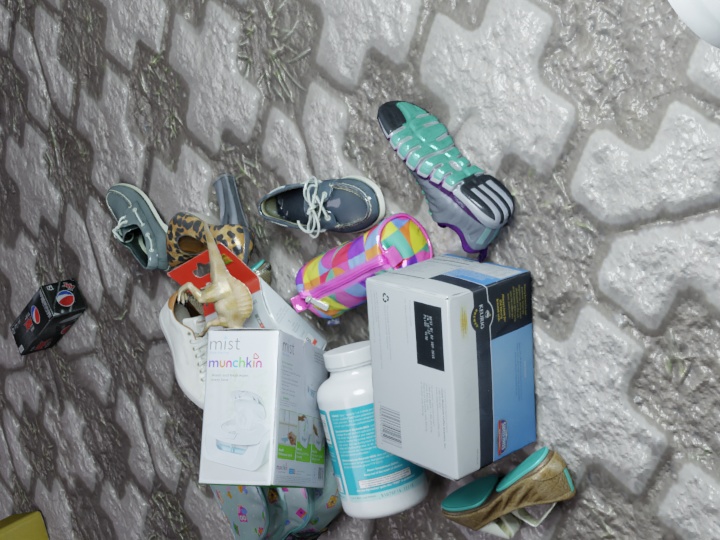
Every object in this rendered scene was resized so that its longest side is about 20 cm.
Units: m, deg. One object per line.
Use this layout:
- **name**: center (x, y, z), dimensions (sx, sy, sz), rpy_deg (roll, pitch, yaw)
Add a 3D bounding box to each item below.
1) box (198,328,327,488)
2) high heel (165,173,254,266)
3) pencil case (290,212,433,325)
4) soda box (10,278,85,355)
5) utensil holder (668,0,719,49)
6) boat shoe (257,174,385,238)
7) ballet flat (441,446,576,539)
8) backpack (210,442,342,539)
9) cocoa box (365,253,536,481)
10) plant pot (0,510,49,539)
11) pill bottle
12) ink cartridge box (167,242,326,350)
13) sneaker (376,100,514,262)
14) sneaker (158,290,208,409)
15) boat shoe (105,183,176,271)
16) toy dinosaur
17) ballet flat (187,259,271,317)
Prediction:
- **box**: center (-0.108, 0.170, 1.350), dimensions (0.096, 0.200, 0.178), rpy_deg (-2, 79, 15)
- **high heel**: center (-0.218, -0.022, 1.581), dimensions (0.200, 0.071, 0.144), rpy_deg (-45, 50, 40)
- **pencil case**: center (0.000, 0.000, 1.341), dimensions (0.200, 0.088, 0.089), rpy_deg (-30, 80, 50)
- **soda box**: center (-0.578, 0.087, 2.074), dimensions (0.200, 0.070, 0.064), rpy_deg (-38, 73, 49)
- **utensil holder**: center (0.326, -0.270, 0.789), dimensions (0.199, 0.169, 0.172), rpy_deg (-18, 89, 49)
- **boat shoe**: center (-0.051, -0.081, 1.389), dimensions (0.199, 0.061, 0.076), rpy_deg (10, 109, 48)
- **ballet flat**: center (0.168, 0.259, 1.257), dimensions (0.072, 0.068, 0.200), rpy_deg (50, 135, -1)
- **backpack**: center (-0.107, 0.281, 1.520), dimensions (0.200, 0.152, 0.177), rpy_deg (-45, 63, 40)
- **cocoa box**: center (0.100, 0.098, 1.216), dimensions (0.133, 0.130, 0.202), rpy_deg (13, 113, 48)
- **plant pot**: center (-0.784, 0.652, 2.421), dimensions (0.194, 0.199, 0.197), rpy_deg (-21, 87, 51)
- **pill bottle**: center (0.011, 0.191, 1.373), dimensions (0.110, 0.110, 0.202), rpy_deg (-8, 97, 51)
- **ink cartridge box**: center (-0.163, 0.064, 1.511), dimensions (0.200, 0.050, 0.162), rpy_deg (42, 145, -19)
- **sneaker**: center (0.077, -0.097, 1.224), dimensions (0.200, 0.074, 0.088), rpy_deg (49, 140, 26)
- **sneaker**: center (-0.243, 0.118, 1.681), dimensions (0.201, 0.072, 0.085), rpy_deg (58, 141, 20)
- **boat shoe**: center (-0.352, -0.068, 1.755), dimensions (0.200, 0.061, 0.073), rpy_deg (45, 134, 31)
- **toy dinosaur**: center (-0.182, 0.030, 1.457), dimensions (0.100, 0.058, 0.202), rpy_deg (-10, 101, 35)
- **ballet flat**: center (-0.171, 0.035, 1.580), dimensions (0.199, 0.068, 0.076), rpy_deg (-15, 111, 51)
